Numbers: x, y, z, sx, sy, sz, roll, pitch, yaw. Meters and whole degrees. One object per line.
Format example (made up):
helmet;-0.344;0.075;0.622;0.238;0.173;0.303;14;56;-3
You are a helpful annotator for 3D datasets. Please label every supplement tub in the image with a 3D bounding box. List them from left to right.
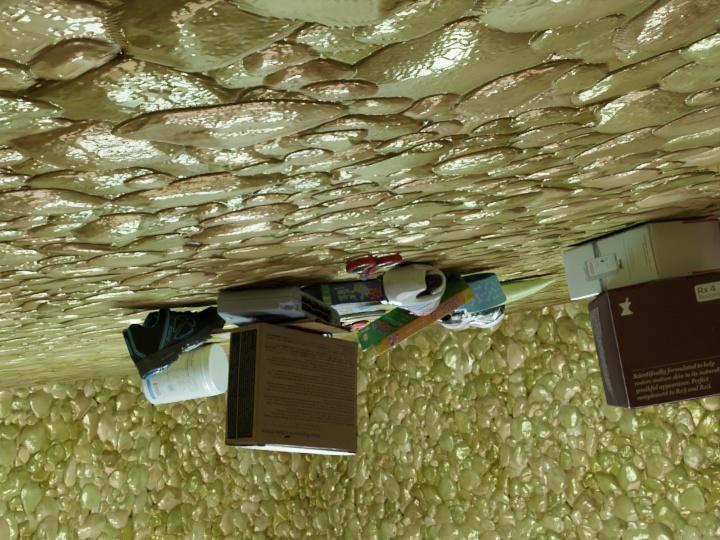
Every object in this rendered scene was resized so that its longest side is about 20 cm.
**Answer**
supplement tub;-0.450;0.265;2.313;0.197;0.134;0.132;-10;173;13

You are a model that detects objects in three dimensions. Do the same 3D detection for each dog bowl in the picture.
dog bowl;0.153;0.045;1.570;0.197;0.050;0.111;-10;-173;15

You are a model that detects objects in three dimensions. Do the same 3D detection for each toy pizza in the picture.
toy pizza;-0.029;0.129;2.172;0.197;0.032;0.200;-9;173;-1

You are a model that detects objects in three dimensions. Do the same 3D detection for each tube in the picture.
tube;0.309;0.045;1.896;0.197;0.052;0.058;-13;-145;3

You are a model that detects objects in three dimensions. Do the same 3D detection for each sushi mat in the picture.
sushi mat;-0.116;0.089;1.324;0.197;0.012;0.095;-9;162;32

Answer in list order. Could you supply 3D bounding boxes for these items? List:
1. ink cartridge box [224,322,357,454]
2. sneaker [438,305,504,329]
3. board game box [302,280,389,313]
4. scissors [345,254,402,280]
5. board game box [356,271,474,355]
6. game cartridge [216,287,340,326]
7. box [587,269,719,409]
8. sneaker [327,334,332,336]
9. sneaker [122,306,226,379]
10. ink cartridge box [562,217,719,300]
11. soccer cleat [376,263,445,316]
ink cartridge box;-0.094;0.173;1.285;0.074;0.168;0.198;-11;161;41
sneaker;0.247;0.097;2.114;0.198;0.082;0.086;-22;156;40
board game box;-0.019;0.045;1.468;0.198;0.035;0.135;-4;171;-36
scissors;0.000;0.000;1.233;0.072;0.014;0.200;-10;175;-17
board game box;0.087;0.073;1.471;0.198;0.030;0.096;-28;-164;1
game cartridge;-0.122;0.061;1.312;0.131;0.042;0.200;-8;164;17
box;0.435;0.105;1.309;0.163;0.167;0.200;-10;172;6
sneaker;-0.098;0.095;1.609;0.087;0.075;0.200;-10;173;-9
sneaker;-0.271;0.085;1.345;0.073;0.083;0.200;-30;-177;29
ink cartridge box;0.425;-0.015;1.366;0.144;0.084;0.199;-6;172;-26
soccer cleat;0.098;0.028;1.340;0.085;0.071;0.199;-12;173;24
